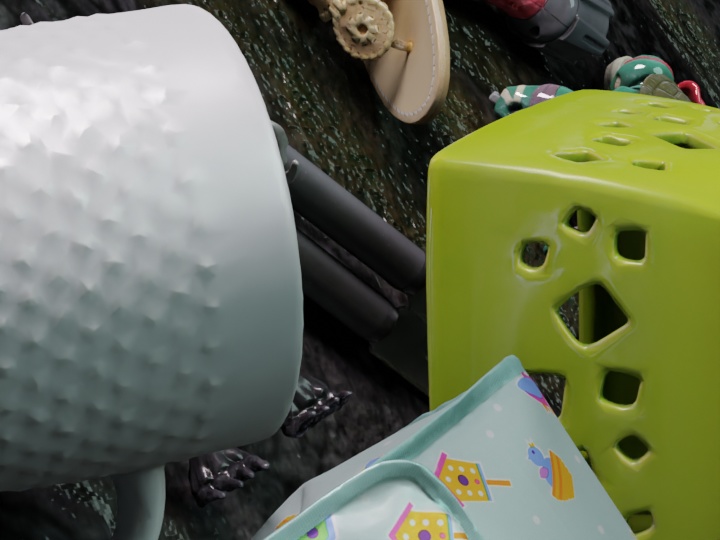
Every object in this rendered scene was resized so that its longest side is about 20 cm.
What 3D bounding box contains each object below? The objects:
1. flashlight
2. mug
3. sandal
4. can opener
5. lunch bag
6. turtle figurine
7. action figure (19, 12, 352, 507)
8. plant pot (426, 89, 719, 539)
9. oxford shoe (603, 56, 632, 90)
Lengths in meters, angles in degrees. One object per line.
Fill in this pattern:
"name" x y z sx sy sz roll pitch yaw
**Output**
"flashlight" 0.070 -0.169 1.402 0.200 0.068 0.068 25 67 -45
"mug" -0.123 0.025 0.805 0.174 0.148 0.201 -11 102 -21
"sandal" -0.015 -0.165 1.275 0.069 0.078 0.213 4 57 -26
"can opener" 0.000 0.000 1.145 0.200 0.053 0.067 38 0 -29
"lunch bag" 0.030 0.149 0.942 0.171 0.122 0.200 57 35 2
"turtle figurine" 0.140 -0.057 1.364 0.150 0.100 0.201 39 38 -28
"action figure" -0.078 -0.017 0.962 0.119 0.102 0.201 -34 94 -35
"plant pot" 0.149 0.031 1.106 0.200 0.180 0.200 -29 119 -62
"oxford shoe" 0.205 -0.047 1.488 0.075 0.058 0.201 9 51 -51
